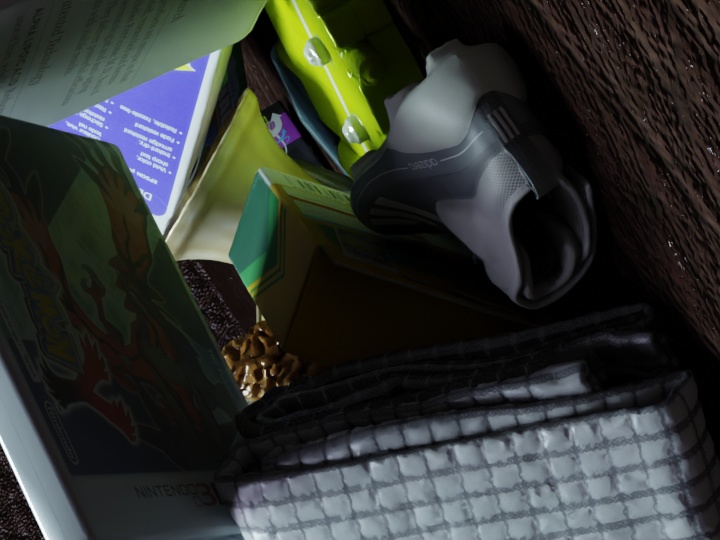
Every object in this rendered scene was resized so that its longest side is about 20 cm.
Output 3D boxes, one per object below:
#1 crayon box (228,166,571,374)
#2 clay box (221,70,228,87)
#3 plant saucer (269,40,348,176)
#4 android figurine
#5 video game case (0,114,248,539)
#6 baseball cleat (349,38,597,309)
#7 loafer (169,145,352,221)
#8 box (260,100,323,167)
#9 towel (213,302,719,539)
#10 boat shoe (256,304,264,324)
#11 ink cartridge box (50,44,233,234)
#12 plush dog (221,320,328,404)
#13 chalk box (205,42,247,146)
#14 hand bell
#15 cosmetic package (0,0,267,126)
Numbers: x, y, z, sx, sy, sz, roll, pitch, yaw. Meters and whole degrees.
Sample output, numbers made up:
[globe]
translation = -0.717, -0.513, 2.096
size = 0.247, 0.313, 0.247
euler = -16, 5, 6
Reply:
[crayon box]
translation = 0.018, 0.013, 0.932
size = 0.125, 0.052, 0.200
euler = 18, -171, -15
[clay box]
translation = -0.165, -0.117, 1.173
size = 0.115, 0.199, 0.048
euler = 46, -139, -19
[plant saucer]
translation = -0.003, -0.070, 1.203
size = 0.200, 0.019, 0.070
euler = 52, 170, 50
[android figurine]
translation = -0.014, -0.110, 1.026
size = 0.183, 0.041, 0.200
euler = 64, 173, -31
[video game case]
translation = -0.110, 0.024, 0.847
size = 0.201, 0.023, 0.182
euler = 61, -161, 16
[baseball cleat]
translation = 0.044, -0.024, 0.851
size = 0.107, 0.069, 0.200
euler = 58, 174, 9
[loafer]
translation = -0.058, -0.041, 1.180
size = 0.199, 0.070, 0.071
euler = 13, 111, 32
[box]
translation = -0.012, -0.009, 1.451
size = 0.201, 0.036, 0.143
euler = 59, 174, 16
[towel]
translation = 0.062, 0.108, 0.839
size = 0.086, 0.198, 0.167
euler = -65, -44, -58
[boat shoe]
translation = -0.020, 0.050, 1.170
size = 0.201, 0.067, 0.072
euler = -81, -29, -44
[ink cartridge box]
translation = -0.171, -0.115, 1.110
size = 0.197, 0.044, 0.201
euler = 27, 138, 3
[plush dog]
translation = 0.003, 0.096, 1.005
size = 0.200, 0.160, 0.172
euler = 45, 166, 1
[chalk box]
translation = -0.152, -0.126, 1.334
size = 0.123, 0.200, 0.125
euler = 8, 128, 22
[hand bell]
translation = 0.000, 0.000, 1.084
size = 0.199, 0.105, 0.104
euler = 30, 176, -7
[cosmetic package]
translation = -0.147, -0.168, 0.899
size = 0.166, 0.199, 0.165
euler = 57, 152, 8
